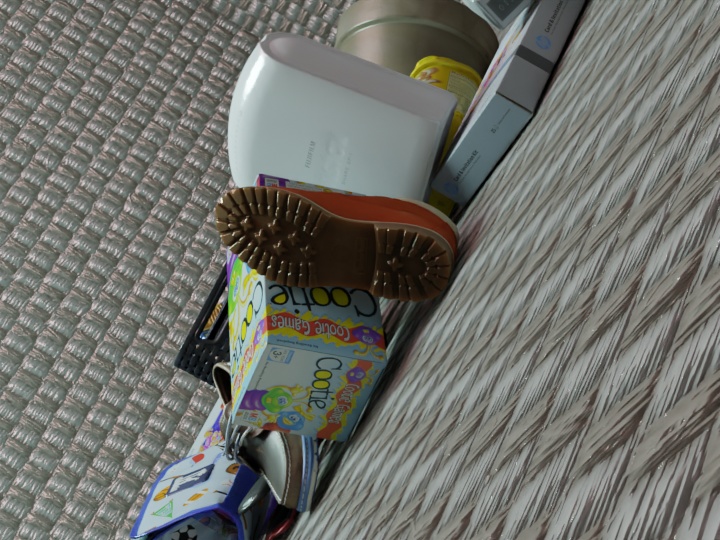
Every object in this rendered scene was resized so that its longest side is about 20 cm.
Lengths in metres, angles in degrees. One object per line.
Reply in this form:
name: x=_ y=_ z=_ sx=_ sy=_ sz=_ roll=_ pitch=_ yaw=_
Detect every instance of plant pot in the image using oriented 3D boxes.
plant pot: x=0.057 y=-0.202 z=1.885 sx=0.200 sy=0.199 sz=0.174 roll=125 pitch=158 yaw=-60

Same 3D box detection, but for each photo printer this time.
photo printer: x=-0.025 y=-0.120 z=1.462 sx=0.070 sy=0.199 sz=0.167 roll=-58 pitch=-13 yaw=-51

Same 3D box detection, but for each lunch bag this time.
lunch bag: x=-0.157 y=0.260 z=1.495 sx=0.200 sy=0.124 sz=0.170 roll=-57 pitch=4 yaw=20

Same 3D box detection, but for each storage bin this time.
storage bin: x=-0.107 y=0.058 z=1.582 sx=0.136 sy=0.094 sz=0.200 roll=-62 pitch=0 yaw=-6

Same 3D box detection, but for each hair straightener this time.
hair straightener: x=-0.072 y=0.161 z=1.466 sx=0.041 sy=0.077 sz=0.200 roll=-40 pitch=11 yaw=32

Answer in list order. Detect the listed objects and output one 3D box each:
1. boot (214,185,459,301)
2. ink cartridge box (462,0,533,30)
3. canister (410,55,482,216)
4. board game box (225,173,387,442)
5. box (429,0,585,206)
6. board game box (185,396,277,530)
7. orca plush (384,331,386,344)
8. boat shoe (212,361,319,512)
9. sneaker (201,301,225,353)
boot: x=-0.015 y=-0.031 z=1.301 sx=0.107 sy=0.199 sz=0.075 roll=-55 pitch=-22 yaw=-66
ink cartridge box: x=0.164 y=-0.316 z=1.448 sx=0.200 sy=0.044 sz=0.174 roll=-44 pitch=20 yaw=7
canister: x=0.068 y=-0.122 z=1.603 sx=0.200 sy=0.086 sz=0.149 roll=-74 pitch=5 yaw=-70
board game box: x=-0.050 y=0.029 z=1.352 sx=0.200 sy=0.103 sz=0.105 roll=-97 pitch=25 yaw=-45
box: x=0.140 y=-0.175 z=1.431 sx=0.200 sy=0.041 sz=0.156 roll=-61 pitch=4 yaw=-33
board game box: x=-0.123 y=0.197 z=1.688 sx=0.134 sy=0.045 sz=0.200 roll=5 pitch=61 yaw=53
orca plush: x=-0.014 y=0.066 z=1.460 sx=0.071 sy=0.105 sz=0.200 roll=-8 pitch=47 yaw=41
boat shoe: x=-0.087 y=0.141 z=1.378 sx=0.200 sy=0.072 sz=0.072 roll=-120 pitch=37 yaw=-60
sneaker: x=-0.094 y=0.078 z=1.807 sx=0.088 sy=0.199 sz=0.075 roll=115 pitch=146 yaw=-55
